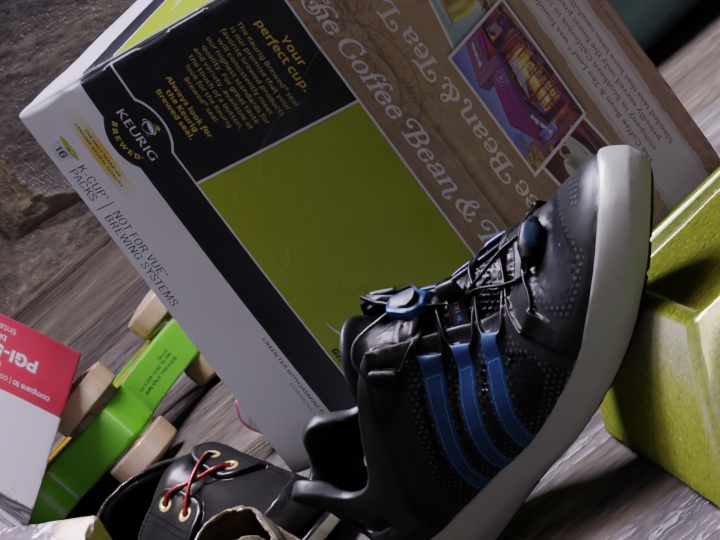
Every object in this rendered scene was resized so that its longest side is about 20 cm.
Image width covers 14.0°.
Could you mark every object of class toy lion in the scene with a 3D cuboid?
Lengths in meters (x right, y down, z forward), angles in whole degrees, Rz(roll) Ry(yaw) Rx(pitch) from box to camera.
[{"bbox_3d":[-0.172,0.114,1.808,0.192,0.069,0.200,-47,5,33],"label":"toy lion"}]

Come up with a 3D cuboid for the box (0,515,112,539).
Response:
[{"bbox_3d":[-0.172,0.137,1.024,0.199,0.050,0.075,-12,32,31],"label":"box"}]

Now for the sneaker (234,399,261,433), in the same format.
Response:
[{"bbox_3d":[0.000,0.000,1.472,0.201,0.088,0.081,-64,-6,15],"label":"sneaker"}]

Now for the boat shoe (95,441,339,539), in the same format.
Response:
[{"bbox_3d":[-0.066,0.113,1.278,0.074,0.063,0.201,-43,9,-20],"label":"boat shoe"}]

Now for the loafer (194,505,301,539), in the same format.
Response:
[{"bbox_3d":[-0.043,0.138,1.011,0.076,0.067,0.200,-42,8,7],"label":"loafer"}]

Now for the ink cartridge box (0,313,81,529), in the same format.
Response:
[{"bbox_3d":[-0.251,0.138,1.701,0.147,0.083,0.201,-33,36,52],"label":"ink cartridge box"}]

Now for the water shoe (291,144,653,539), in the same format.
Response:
[{"bbox_3d":[0.034,0.031,0.977,0.072,0.079,0.200,-83,14,-45],"label":"water shoe"}]

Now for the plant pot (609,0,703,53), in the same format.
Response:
[{"bbox_3d":[0.145,-0.221,1.558,0.196,0.200,0.200,-48,6,22],"label":"plant pot"}]

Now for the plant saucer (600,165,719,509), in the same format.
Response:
[{"bbox_3d":[0.155,-0.021,0.941,0.200,0.048,0.200,-43,8,-2],"label":"plant saucer"}]

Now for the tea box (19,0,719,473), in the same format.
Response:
[{"bbox_3d":[0.005,-0.052,1.213,0.196,0.200,0.134,-22,20,45],"label":"tea box"}]
